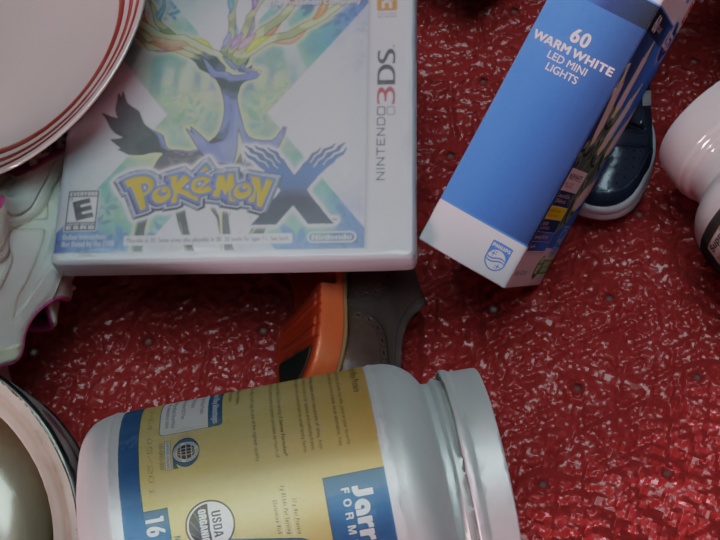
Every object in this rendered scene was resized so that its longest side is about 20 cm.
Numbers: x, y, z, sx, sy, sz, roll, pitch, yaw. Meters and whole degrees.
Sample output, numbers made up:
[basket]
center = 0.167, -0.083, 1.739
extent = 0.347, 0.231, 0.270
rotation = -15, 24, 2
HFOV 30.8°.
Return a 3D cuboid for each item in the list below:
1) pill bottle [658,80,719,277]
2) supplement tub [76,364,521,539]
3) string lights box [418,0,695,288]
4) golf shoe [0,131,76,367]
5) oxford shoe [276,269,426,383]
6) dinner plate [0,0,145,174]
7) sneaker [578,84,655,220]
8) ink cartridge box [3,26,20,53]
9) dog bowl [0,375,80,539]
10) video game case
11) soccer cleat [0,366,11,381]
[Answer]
[pill bottle]
center = 0.260, -0.014, 0.727
extent = 0.116, 0.116, 0.200
rotation = -25, 62, -10
[supplement tub]
center = -0.029, 0.127, 0.653
extent = 0.200, 0.145, 0.145
rotation = -11, 62, -2
[string lights box]
center = 0.115, -0.091, 0.733
extent = 0.059, 0.103, 0.200
rotation = 31, 100, 16
[golf shoe]
center = -0.195, -0.017, 0.756
extent = 0.075, 0.092, 0.200
rotation = -13, 24, 25
[oxford shoe]
center = 0.000, 0.000, 0.776
extent = 0.072, 0.071, 0.200
rotation = 22, 55, -20
[dinner plate]
center = -0.204, -0.135, 0.774
extent = 0.200, 0.024, 0.200
rotation = -14, 58, 24
[sneaker]
center = 0.155, -0.137, 0.803
extent = 0.070, 0.109, 0.200
rotation = 8, 63, 8
[ink cartridge box]
center = -0.103, -0.142, 0.836
extent = 0.200, 0.083, 0.145
rotation = 20, 66, 13
[dog bowl]
center = -0.221, 0.140, 0.669
extent = 0.200, 0.074, 0.200
rotation = -1, 83, 12
[video game case]
center = -0.067, -0.084, 0.746
extent = 0.200, 0.022, 0.183
rotation = -1, 65, 5
[soccer cleat]
center = -0.242, 0.009, 0.776
extent = 0.085, 0.069, 0.200
rotation = -35, 61, -10
